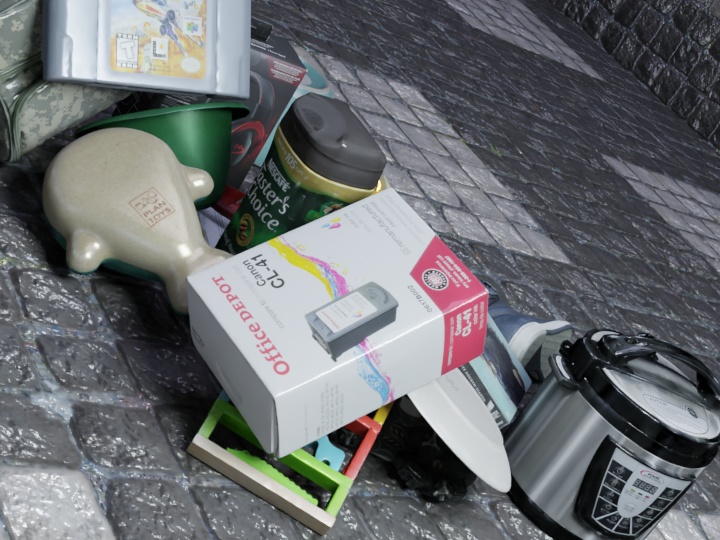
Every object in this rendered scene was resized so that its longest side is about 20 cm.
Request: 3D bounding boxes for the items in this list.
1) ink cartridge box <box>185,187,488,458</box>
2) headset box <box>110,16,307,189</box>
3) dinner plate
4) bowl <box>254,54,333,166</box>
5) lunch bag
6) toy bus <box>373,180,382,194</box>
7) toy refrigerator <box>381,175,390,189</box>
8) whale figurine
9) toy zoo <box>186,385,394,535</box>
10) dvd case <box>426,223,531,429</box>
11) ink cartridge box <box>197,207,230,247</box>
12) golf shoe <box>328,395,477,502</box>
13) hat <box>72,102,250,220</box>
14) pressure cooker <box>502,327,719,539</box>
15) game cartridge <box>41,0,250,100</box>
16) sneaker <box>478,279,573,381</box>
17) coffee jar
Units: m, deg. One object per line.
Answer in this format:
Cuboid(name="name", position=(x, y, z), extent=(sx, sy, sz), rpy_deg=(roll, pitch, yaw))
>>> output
Cuboid(name="ink cartridge box", position=(-0.019, 0.037, 1.042), extent=(0.199, 0.086, 0.148), rpy_deg=(-24, 53, -23))
Cuboid(name="headset box", position=(-0.163, -0.189, 1.392), extent=(0.148, 0.200, 0.075), rpy_deg=(16, 28, -36))
Cuboid(name="dinner plate", position=(0.076, 0.107, 1.144), extent=(0.200, 0.024, 0.200), rpy_deg=(48, 9, -10))
Cuboid(name="bowl", position=(-0.112, -0.217, 1.640), extent=(0.200, 0.105, 0.201), rpy_deg=(27, 23, -12))
Cuboid(name="lunch bag", position=(-0.296, -0.213, 1.231), extent=(0.139, 0.168, 0.200), rpy_deg=(27, 52, 38))
Cuboid(name="toy bus", position=(-0.028, -0.079, 1.332), extent=(0.065, 0.078, 0.200), rpy_deg=(51, -5, -3))
Cuboid(name="toy refrigerator", position=(0.025, -0.024, 1.442), extent=(0.200, 0.070, 0.076), rpy_deg=(-98, 162, -61))
Cuboid(name="whale figurine", position=(-0.195, -0.034, 1.162), extent=(0.200, 0.104, 0.159), rpy_deg=(42, 58, 16))
Cuboid(name="toy zoo", position=(-0.042, 0.104, 1.081), extent=(0.131, 0.020, 0.200), rpy_deg=(33, 51, -3))
Cuboid(name="dvd case", position=(0.099, 0.051, 1.290), extent=(0.200, 0.022, 0.146), rpy_deg=(56, 19, 0))
Cuboid(name="ink cartridge box", position=(-0.099, 0.007, 1.291), extent=(0.199, 0.043, 0.197), rpy_deg=(18, 27, -24))
Cuboid(name="golf shoe", position=(0.021, 0.130, 1.179), extent=(0.200, 0.078, 0.094), rpy_deg=(41, 12, 0))
Cuboid(name="hat", position=(-0.169, -0.064, 1.266), extent=(0.166, 0.199, 0.177), rpy_deg=(-12, 93, -72))
Cuboid(name="pressure cooker", position=(0.247, 0.151, 1.251), extent=(0.179, 0.200, 0.176), rpy_deg=(43, 24, 21))
Cuboid(name="game cartridge", position=(-0.189, -0.228, 1.176), extent=(0.199, 0.134, 0.041), rpy_deg=(0, 5, -34))
Cuboid(name="sneaker", position=(0.155, 0.061, 1.473), extent=(0.146, 0.077, 0.202), rpy_deg=(29, 4, 24))
Cuboid(name="coffee jar", position=(-0.057, -0.054, 1.162), extent=(0.085, 0.200, 0.104), rpy_deg=(12, 30, -35))
